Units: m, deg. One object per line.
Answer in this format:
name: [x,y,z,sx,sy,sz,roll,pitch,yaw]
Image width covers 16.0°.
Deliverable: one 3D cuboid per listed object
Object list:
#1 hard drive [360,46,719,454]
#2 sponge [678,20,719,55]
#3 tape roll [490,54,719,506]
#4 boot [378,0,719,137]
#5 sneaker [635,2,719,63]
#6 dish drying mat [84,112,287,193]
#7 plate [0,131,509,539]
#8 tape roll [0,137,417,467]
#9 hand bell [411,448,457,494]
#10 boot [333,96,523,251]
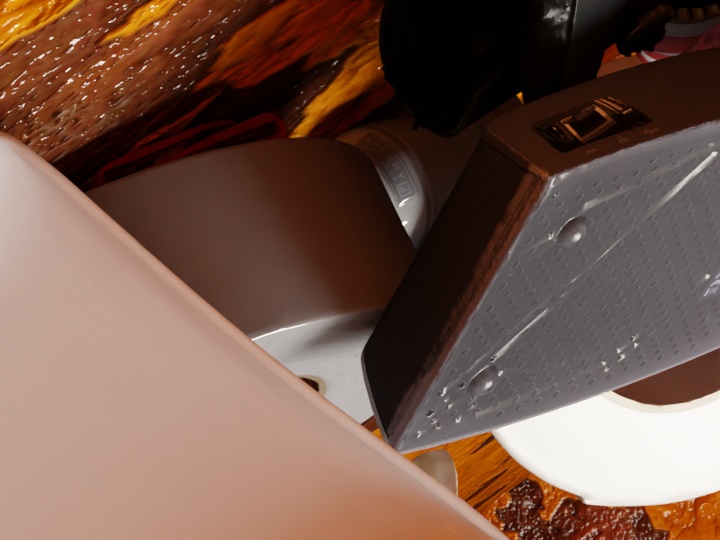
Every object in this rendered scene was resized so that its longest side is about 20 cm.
hard drive: [0.092,-0.014,0.838,0.200,0.042,0.135,-15,144,-43]
sponge: [0.096,-0.034,0.958,0.200,0.030,0.112,-40,171,22]
tape roll: [0.131,0.006,1.094,0.203,0.203,0.037,-35,-151,-1]
boot: [0.109,-0.121,0.815,0.168,0.076,0.200,-32,176,-42]
sneaker: [0.189,-0.141,1.007,0.200,0.071,0.112,-27,166,-3]
dish drying mat: [-0.092,0.004,0.907,0.077,0.018,0.200,-25,167,-32]
plate: [-0.083,0.082,0.761,0.200,0.200,0.032,-49,-175,26]
tape roll: [-0.072,0.033,0.869,0.200,0.066,0.200,-23,164,-7]
hand bell: [-0.071,0.100,1.045,0.104,0.200,0.104,-165,-90,-79]
boot: [0.000,0.000,1.031,0.096,0.074,0.200,-24,166,-38]
